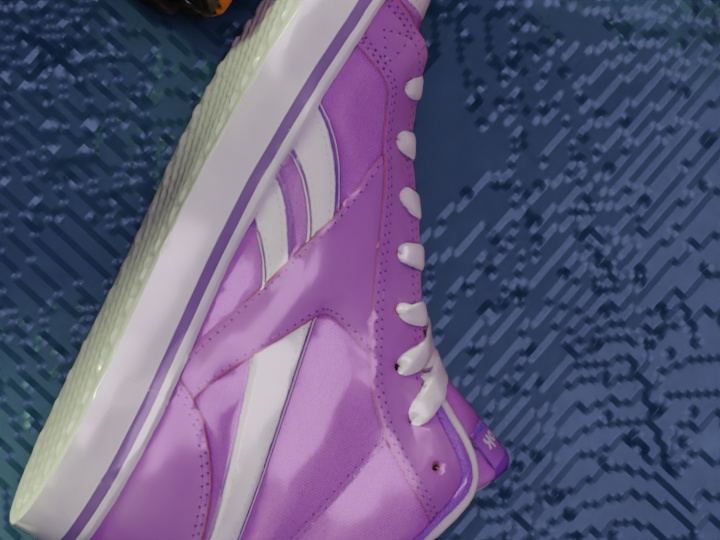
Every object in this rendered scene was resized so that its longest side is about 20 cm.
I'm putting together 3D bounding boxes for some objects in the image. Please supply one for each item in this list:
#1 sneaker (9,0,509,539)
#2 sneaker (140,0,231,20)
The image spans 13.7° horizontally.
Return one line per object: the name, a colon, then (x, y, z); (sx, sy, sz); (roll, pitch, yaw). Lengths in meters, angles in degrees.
sneaker: (0.000, 0.000, 0.797); (0.114, 0.073, 0.201); (26, 91, -10)
sneaker: (-0.084, -0.162, 0.801); (0.078, 0.075, 0.200); (-44, 101, -20)
